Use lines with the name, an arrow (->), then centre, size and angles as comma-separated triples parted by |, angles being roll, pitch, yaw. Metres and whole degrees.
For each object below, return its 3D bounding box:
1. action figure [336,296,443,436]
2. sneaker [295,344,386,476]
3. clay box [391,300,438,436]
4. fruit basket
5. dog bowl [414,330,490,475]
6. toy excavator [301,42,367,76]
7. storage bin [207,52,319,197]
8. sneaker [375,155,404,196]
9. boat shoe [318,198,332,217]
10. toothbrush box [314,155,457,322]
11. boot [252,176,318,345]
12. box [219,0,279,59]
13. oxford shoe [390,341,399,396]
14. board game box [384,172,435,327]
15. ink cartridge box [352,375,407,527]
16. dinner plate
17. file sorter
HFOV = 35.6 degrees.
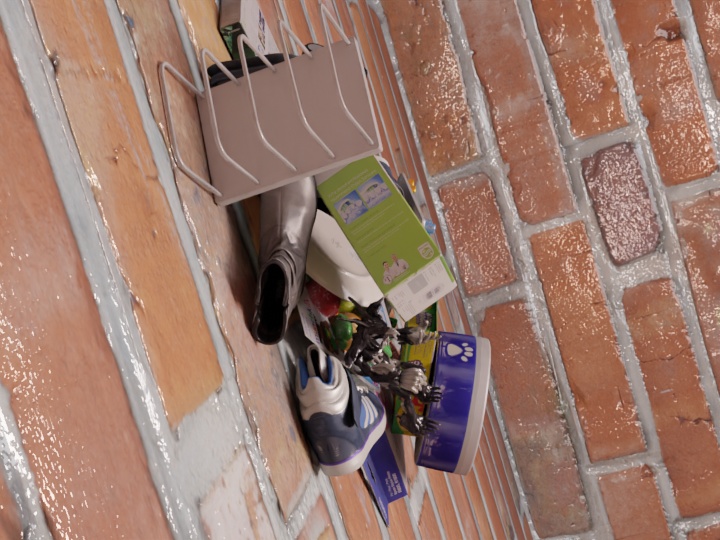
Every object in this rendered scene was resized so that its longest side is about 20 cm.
action figure -> 0.050, 0.112, 1.417 | 0.201, 0.101, 0.120 | 58, 39, -36
sneaker -> -0.026, 0.149, 1.405 | 0.200, 0.079, 0.148 | -61, 138, -68
clay box -> 0.080, 0.124, 1.627 | 0.115, 0.047, 0.203 | -81, 178, -65
fruit basket -> -0.033, 0.047, 1.484 | 0.200, 0.093, 0.187 | 49, 20, -50
dog bowl -> 0.133, 0.192, 1.641 | 0.200, 0.078, 0.203 | -170, -90, -90
toy excavator -> -0.047, -0.242, 1.692 | 0.200, 0.193, 0.101 | -50, 165, -59
storage bin -> -0.096, -0.169, 1.403 | 0.200, 0.143, 0.136 | 35, 50, -74
sneaker -> 0.012, -0.057, 1.706 | 0.146, 0.076, 0.205 | -119, -140, -63
boat shoe -> -0.059, -0.122, 1.668 | 0.072, 0.071, 0.203 | 29, 44, -68
toothbrush box -> 0.023, -0.054, 1.358 | 0.201, 0.086, 0.146 | 56, 1, 20
boot -> -0.087, -0.028, 1.266 | 0.132, 0.069, 0.203 | -78, 167, -70
box -> -0.145, -0.301, 1.590 | 0.145, 0.036, 0.201 | -94, 163, -48
oxford shoe -> 0.031, 0.158, 1.778 | 0.074, 0.070, 0.202 | -122, -170, -55
board game box -> 0.054, -0.023, 1.714 | 0.201, 0.026, 0.202 | -107, -145, -63
ink cartridge box -> 0.029, 0.237, 1.651 | 0.201, 0.043, 0.198 | -95, 169, -50
dinner plate -> -0.040, -0.031, 1.487 | 0.199, 0.024, 0.201 | 37, 22, -17
file sorter -> -0.098, -0.180, 1.206 | 0.124, 0.197, 0.141 | 40, 34, -68
